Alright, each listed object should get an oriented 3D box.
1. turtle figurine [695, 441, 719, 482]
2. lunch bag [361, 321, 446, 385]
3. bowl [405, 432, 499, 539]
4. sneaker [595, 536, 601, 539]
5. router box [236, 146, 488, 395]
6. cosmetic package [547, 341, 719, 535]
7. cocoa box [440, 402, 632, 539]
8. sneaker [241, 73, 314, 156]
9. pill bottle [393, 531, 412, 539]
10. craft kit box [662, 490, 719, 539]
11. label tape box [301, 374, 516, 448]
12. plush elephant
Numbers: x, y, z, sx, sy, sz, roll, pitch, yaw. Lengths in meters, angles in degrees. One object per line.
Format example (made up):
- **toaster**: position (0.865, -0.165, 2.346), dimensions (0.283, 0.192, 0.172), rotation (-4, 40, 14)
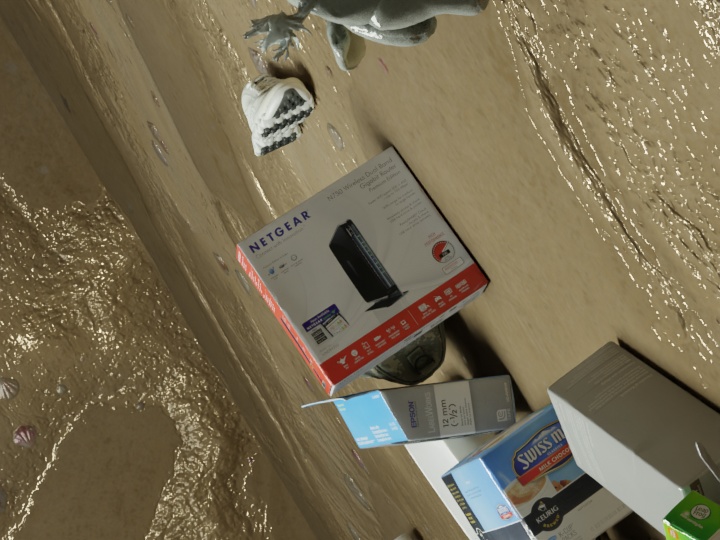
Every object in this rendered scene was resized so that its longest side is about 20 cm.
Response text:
- **turtle figurine**: position (0.325, 0.149, 1.150), dimensions (0.194, 0.144, 0.200), rotation (49, 168, 15)
- **lunch bag**: position (0.011, 0.052, 1.998), dimensions (0.168, 0.139, 0.200), rotation (59, 166, -9)
- **bowl**: position (0.130, 0.231, 2.113), dimensions (0.200, 0.074, 0.200), rotation (53, 165, 15)
- **sneaker**: position (0.211, 0.264, 1.943), dimensions (0.076, 0.075, 0.201), rotation (175, 74, -82)
- **router box**: position (0.000, 0.000, 1.800), dimensions (0.180, 0.199, 0.049), rotation (54, 166, 11)
- **cosmetic package**: position (0.259, 0.158, 1.506), dimensions (0.200, 0.090, 0.107), rotation (35, 155, 50)
- **cocoa box**: position (0.185, 0.221, 1.784), dimensions (0.132, 0.133, 0.200), rotation (56, 166, 5)
- **sneaker**: position (-0.105, -0.194, 2.021), dimensions (0.082, 0.075, 0.200), rotation (65, 166, 4)
- **pill bottle**: position (0.098, 0.522, 2.765), dimensions (0.201, 0.111, 0.111), rotation (55, 166, 9)
- **craft kit box**: position (0.337, 0.293, 1.370), dimensions (0.197, 0.048, 0.201), rotation (27, 147, 42)
- **label tape box**: position (0.053, 0.161, 1.926), dimensions (0.143, 0.198, 0.067), rotation (158, 104, -67)
- **plush elephant**: position (-0.012, -0.252, 1.421), dimensions (0.165, 0.199, 0.155), rotation (54, -174, -20)
